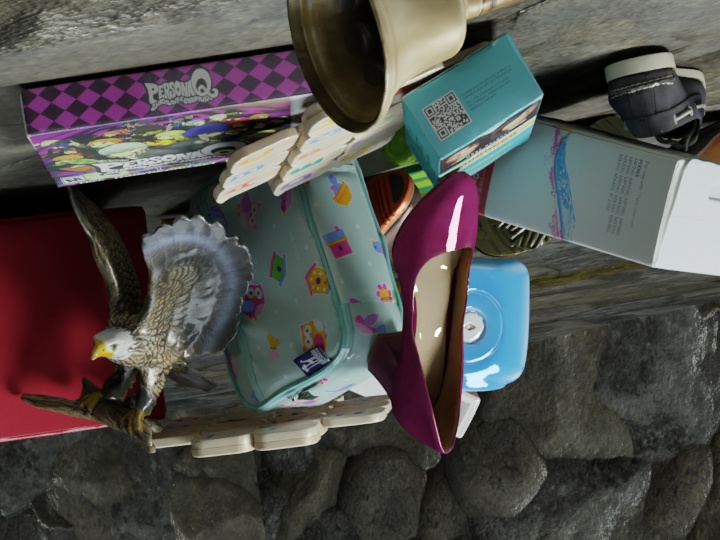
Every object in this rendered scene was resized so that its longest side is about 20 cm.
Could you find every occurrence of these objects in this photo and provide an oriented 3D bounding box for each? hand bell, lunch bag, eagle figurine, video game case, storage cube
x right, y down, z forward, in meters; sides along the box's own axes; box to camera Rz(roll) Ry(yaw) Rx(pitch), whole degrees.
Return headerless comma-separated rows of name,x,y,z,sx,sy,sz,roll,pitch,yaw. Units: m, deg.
hand bell,0.070,-0.150,1.142,0.199,0.105,0.104,-18,178,-26
lunch bag,-0.055,0.007,1.610,0.077,0.202,0.160,-1,158,-44
eagle figurine,-0.166,0.029,1.582,0.150,0.202,0.151,8,-166,-15
video game case,-0.118,-0.101,1.406,0.198,0.036,0.181,-9,172,-4
storage cube,-0.272,0.047,1.727,0.178,0.202,0.171,-7,180,-20

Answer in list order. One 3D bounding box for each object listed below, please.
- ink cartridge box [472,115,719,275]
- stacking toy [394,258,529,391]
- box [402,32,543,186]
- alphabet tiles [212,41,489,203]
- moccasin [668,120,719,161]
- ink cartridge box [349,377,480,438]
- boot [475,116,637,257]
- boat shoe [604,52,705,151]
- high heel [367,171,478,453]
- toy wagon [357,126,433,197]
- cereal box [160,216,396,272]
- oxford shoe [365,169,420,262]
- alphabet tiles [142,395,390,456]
ink cartridge box,0.182,-0.061,1.581,0.199,0.084,0.145,19,-172,37
stacking toy,0.058,0.034,1.807,0.115,0.111,0.200,1,-173,-19
box,0.076,-0.104,1.440,0.082,0.049,0.200,-32,175,0
alphabet tiles,-0.005,-0.097,1.424,0.194,0.015,0.200,-25,174,-15
moccasin,0.294,-0.076,1.801,0.201,0.078,0.073,-34,-174,-38
ink cartridge box,-0.004,0.066,1.852,0.199,0.045,0.176,24,-170,-14
boot,0.159,-0.056,1.828,0.174,0.066,0.200,-30,175,-7
boat shoe,0.225,-0.118,1.588,0.072,0.063,0.200,-14,173,15
high heel,0.064,0.030,1.480,0.067,0.096,0.201,-15,137,-31
toy wagon,0.024,-0.082,1.719,0.199,0.040,0.155,-14,171,32
cereal box,-0.062,-0.023,1.867,0.198,0.040,0.144,-6,-164,-24
oxford shoe,0.000,0.000,1.674,0.072,0.072,0.200,20,128,-25
alphabet tiles,-0.071,0.124,1.690,0.194,0.015,0.200,-7,-176,7
